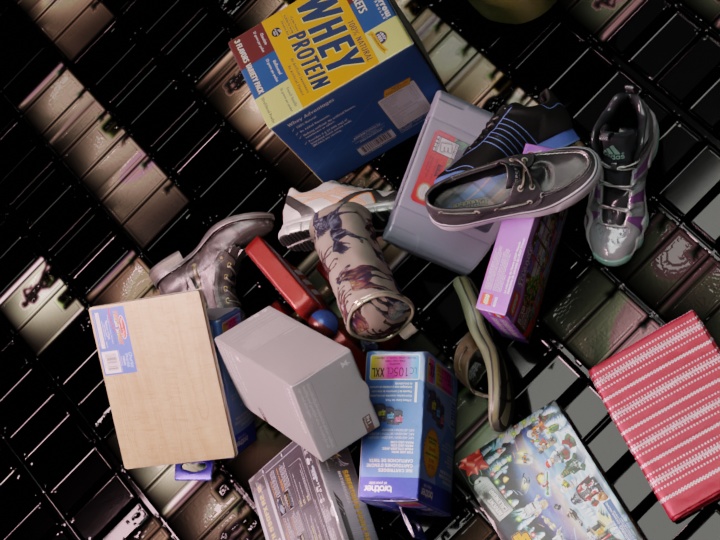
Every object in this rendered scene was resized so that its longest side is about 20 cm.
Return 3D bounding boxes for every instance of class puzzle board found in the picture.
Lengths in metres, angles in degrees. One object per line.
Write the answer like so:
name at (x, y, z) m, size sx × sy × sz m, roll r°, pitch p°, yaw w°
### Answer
puzzle board at (-0.231, 0.129, 1.636) m, size 0.150 × 0.017 × 0.201 m, roll -9°, pitch 97°, yaw 22°

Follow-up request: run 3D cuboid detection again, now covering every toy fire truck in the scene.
toy fire truck at (-0.049, 0.056, 1.647) m, size 0.112 × 0.168 × 0.200 m, roll -41°, pitch 65°, yaw 3°

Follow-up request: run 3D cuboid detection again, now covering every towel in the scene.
towel at (0.361, 0.162, 1.552) m, size 0.144 × 0.022 × 0.200 m, roll -31°, pitch 64°, yaw 10°

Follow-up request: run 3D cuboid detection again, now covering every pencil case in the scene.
pencil case at (0.000, 0.000, 1.605) m, size 0.078 × 0.089 × 0.200 m, roll -35°, pitch 40°, yaw 10°

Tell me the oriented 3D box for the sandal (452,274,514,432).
sandal at (0.135, 0.100, 1.621) m, size 0.057 × 0.080 × 0.201 m, roll -21°, pitch 57°, yaw 10°

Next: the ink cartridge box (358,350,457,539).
ink cartridge box at (0.055, 0.203, 1.583) m, size 0.076 × 0.136 × 0.201 m, roll 0°, pitch 74°, yaw 21°

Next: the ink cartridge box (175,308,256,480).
ink cartridge box at (-0.206, 0.151, 1.689) m, size 0.136 × 0.076 × 0.201 m, roll -3°, pitch 102°, yaw 19°

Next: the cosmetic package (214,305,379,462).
cosmetic package at (-0.072, 0.122, 1.554) m, size 0.090 × 0.107 × 0.200 m, roll -30°, pitch 24°, yaw -18°

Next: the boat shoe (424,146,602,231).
boat shoe at (0.163, -0.096, 1.525) m, size 0.199 × 0.066 × 0.070 m, roll -12°, pitch 70°, yaw 16°

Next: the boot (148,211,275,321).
boot at (-0.162, 0.038, 1.757) m, size 0.200 × 0.069 × 0.174 m, roll -32°, pitch 72°, yaw 12°

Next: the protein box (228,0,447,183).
protein box at (-0.018, -0.237, 1.708) m, size 0.198 × 0.200 × 0.135 m, roll -30°, pitch 66°, yaw 8°

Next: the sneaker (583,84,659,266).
sneaker at (0.290, -0.115, 1.595) m, size 0.077 × 0.140 × 0.201 m, roll 4°, pitch 75°, yaw 20°

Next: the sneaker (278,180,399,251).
sneaker at (-0.008, -0.082, 1.729) m, size 0.199 × 0.074 × 0.080 m, roll -8°, pitch 62°, yaw 13°

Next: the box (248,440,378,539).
box at (-0.048, 0.299, 1.591) m, size 0.158 × 0.048 × 0.201 m, roll -46°, pitch 56°, yaw 47°

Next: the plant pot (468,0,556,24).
plant pot at (0.172, -0.397, 1.701) m, size 0.200 × 0.184 × 0.201 m, roll -5°, pitch 72°, yaw 17°

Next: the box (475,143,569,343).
box at (0.193, -0.028, 1.606) m, size 0.039 × 0.137 × 0.201 m, roll 14°, pitch 79°, yaw 22°

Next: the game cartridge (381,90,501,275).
game cartridge at (0.119, -0.103, 1.676) m, size 0.133 × 0.041 × 0.201 m, roll 23°, pitch 77°, yaw -12°

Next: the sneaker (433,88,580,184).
sneaker at (0.162, -0.148, 1.644) m, size 0.200 × 0.070 × 0.078 m, roll -25°, pitch 85°, yaw -23°

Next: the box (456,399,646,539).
box at (0.216, 0.265, 1.561) m, size 0.137 × 0.040 × 0.200 m, roll -35°, pitch 66°, yaw 7°
